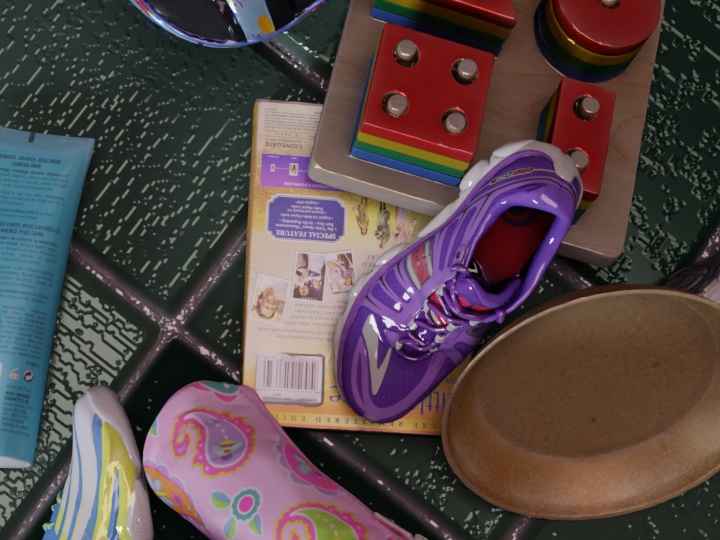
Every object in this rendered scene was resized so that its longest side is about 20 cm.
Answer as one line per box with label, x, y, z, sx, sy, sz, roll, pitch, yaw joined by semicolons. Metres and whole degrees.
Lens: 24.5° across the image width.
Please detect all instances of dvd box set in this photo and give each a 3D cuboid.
dvd box set;0.000;0.000;1.026;0.144;0.029;0.203;3;81;-8

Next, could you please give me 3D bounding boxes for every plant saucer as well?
plant saucer;0.143;0.072;0.982;0.197;0.202;0.036;0;44;-8

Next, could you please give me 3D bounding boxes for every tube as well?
tube;-0.209;0.013;0.983;0.076;0.050;0.203;8;77;-11

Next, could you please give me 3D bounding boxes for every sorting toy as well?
sorting toy;0.088;-0.130;1.015;0.198;0.070;0.201;16;67;-6

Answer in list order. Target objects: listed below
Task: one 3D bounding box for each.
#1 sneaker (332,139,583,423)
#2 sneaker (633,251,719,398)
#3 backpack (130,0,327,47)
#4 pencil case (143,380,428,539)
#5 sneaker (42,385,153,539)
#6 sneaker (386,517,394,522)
sneaker;0.050;0.012;0.944;0.080;0.084;0.201;32;113;-10
sneaker;0.245;0.022;1.040;0.199;0.074;0.088;-36;100;-8
backpack;-0.088;-0.227;0.992;0.182;0.135;0.201;-37;88;-11
pencil case;-0.035;0.140;0.904;0.087;0.088;0.199;-45;52;-11
sneaker;-0.169;0.172;0.958;0.104;0.076;0.203;-9;85;-8
sneaker;-0.045;0.227;0.944;0.114;0.080;0.202;15;80;-37
